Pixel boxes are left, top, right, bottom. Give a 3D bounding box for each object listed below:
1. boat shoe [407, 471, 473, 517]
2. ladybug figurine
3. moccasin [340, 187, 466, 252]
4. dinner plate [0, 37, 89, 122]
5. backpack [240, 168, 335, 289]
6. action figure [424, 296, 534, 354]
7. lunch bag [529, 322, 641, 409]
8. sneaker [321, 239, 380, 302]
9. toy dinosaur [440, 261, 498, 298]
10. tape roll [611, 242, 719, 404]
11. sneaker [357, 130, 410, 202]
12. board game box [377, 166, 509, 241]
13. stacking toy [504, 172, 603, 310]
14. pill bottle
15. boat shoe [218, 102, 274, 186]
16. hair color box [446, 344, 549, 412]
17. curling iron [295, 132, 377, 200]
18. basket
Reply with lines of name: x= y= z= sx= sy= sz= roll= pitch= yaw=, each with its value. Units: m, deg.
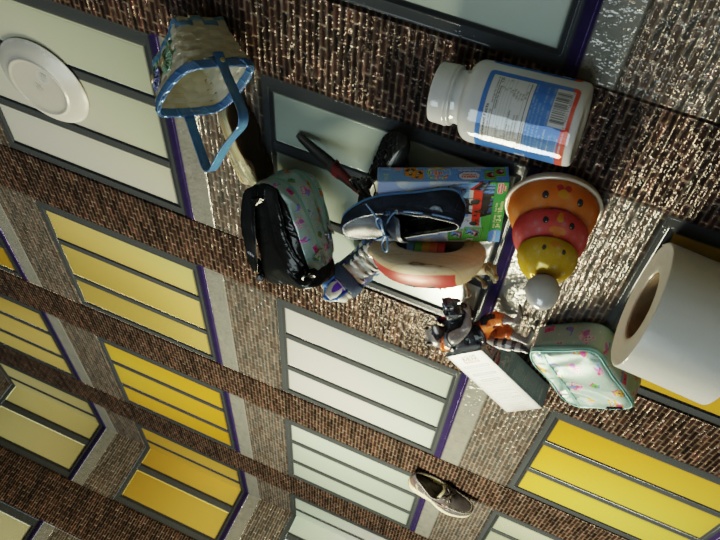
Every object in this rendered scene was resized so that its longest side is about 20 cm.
boat shoe: x=0.228 y=0.629 z=2.222 sx=0.200 sy=0.072 sz=0.065 roll=29 pitch=153 yaw=9
ladybug figurine: x=0.110 y=-0.017 z=1.327 sx=0.199 sy=0.136 sz=0.072 roll=7 pitch=118 yaw=15
moccasin: x=0.059 y=-0.078 z=1.202 sx=0.199 sy=0.068 sz=0.081 roll=-13 pitch=142 yaw=23
dinner plate: x=-0.619 y=-0.360 z=1.534 sx=0.199 sy=0.024 sz=0.200 roll=19 pitch=146 yaw=13
backpack: x=-0.128 y=-0.078 z=1.413 sx=0.166 sy=0.126 sz=0.201 roll=3 pitch=116 yaw=39
action figure: x=0.207 y=0.109 z=1.452 sx=0.193 sy=0.105 sz=0.200 roll=-9 pitch=163 yaw=21
lunch bag: x=0.413 y=0.182 z=1.460 sx=0.160 sy=0.077 sz=0.200 roll=-8 pitch=133 yaw=43
sneaker: x=0.000 y=0.000 z=1.440 sx=0.081 sy=0.147 sz=0.200 roll=46 pitch=150 yaw=-6
toy dinosaur: x=0.166 y=-0.016 z=1.411 sx=0.200 sy=0.058 sz=0.101 roll=26 pitch=133 yaw=27
tape roll: x=0.475 y=0.077 z=1.157 sx=0.139 sy=0.203 sz=0.203 roll=24 pitch=147 yaw=7
sneaker: x=0.061 y=-0.152 z=1.290 sx=0.087 sy=0.076 sz=0.200 roll=12 pitch=149 yaw=-11
board game box: x=0.127 y=-0.103 z=1.254 sx=0.199 sy=0.037 sz=0.151 roll=1 pitch=146 yaw=4
stacking toy: x=0.276 y=-0.029 z=1.148 sx=0.146 sy=0.201 sz=0.146 roll=9 pitch=147 yaw=6
pill bottle: x=0.195 y=-0.215 z=1.046 sx=0.199 sy=0.112 sz=0.112 roll=18 pitch=146 yaw=17
boat shoe: x=-0.213 y=-0.218 z=1.386 sx=0.065 sy=0.072 sz=0.200 roll=11 pitch=149 yaw=23
hair color box: x=0.281 y=0.205 z=1.607 sx=0.200 sy=0.061 sz=0.099 roll=43 pitch=144 yaw=-22
curling iron: x=-0.039 y=-0.173 z=1.293 sx=0.200 sy=0.026 sz=0.050 roll=43 pitch=152 yaw=32
basket: x=-0.240 y=-0.272 z=1.218 sx=0.176 sy=0.139 sz=0.201 roll=-38 pitch=75 yaw=52
